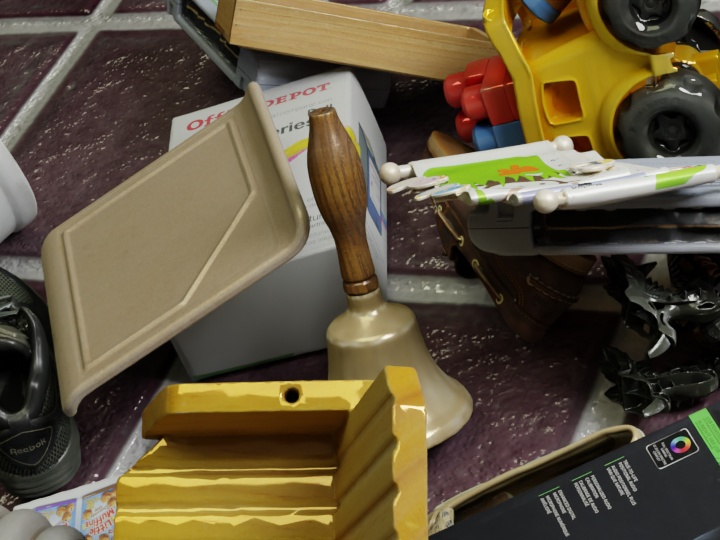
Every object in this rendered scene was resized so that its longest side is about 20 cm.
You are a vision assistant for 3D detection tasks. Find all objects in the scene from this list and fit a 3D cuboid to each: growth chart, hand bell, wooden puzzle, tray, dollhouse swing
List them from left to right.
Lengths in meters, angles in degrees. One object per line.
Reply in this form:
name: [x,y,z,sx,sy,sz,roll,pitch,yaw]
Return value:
wooden puzzle: [-0.121,-0.014,1.159,0.199,0.037,0.186,-37,34,10]
dollhouse swing: [-0.051,0.148,0.891,0.180,0.176,0.202,-1,73,5]
tray: [-0.002,-0.170,1.306,0.198,0.037,0.099,9,13,-13]
hand bell: [0.000,0.000,1.067,0.103,0.202,0.104,-10,21,4]
growth chart: [0.103,-0.053,1.016,0.143,0.018,0.200,-11,12,-23]

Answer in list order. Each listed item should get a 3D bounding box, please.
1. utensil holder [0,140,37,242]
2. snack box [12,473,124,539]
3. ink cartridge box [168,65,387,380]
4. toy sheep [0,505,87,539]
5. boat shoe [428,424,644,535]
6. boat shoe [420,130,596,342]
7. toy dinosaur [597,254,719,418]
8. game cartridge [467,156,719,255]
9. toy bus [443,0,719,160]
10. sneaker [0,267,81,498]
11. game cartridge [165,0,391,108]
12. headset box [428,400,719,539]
utensil holder: [-0.371,-0.040,1.348,0.169,0.171,0.200,24,60,43]
snack box: [-0.124,0.152,1.115,0.198,0.024,0.072,-17,40,8]
ink cartridge box: [-0.059,-0.036,1.247,0.144,0.088,0.201,-14,38,13]
toy sheep: [-0.210,0.198,1.027,0.198,0.139,0.139,3,44,9]
boat shoe: [0.071,0.143,0.993,0.199,0.063,0.073,-26,39,-1]
boat shoe: [0.081,-0.026,1.179,0.071,0.070,0.200,-62,29,17]
toy dinosaur: [0.212,0.025,1.041,0.134,0.103,0.200,-11,15,-10]
game cartridge: [0.174,-0.039,1.040,0.198,0.042,0.133,0,9,21]
toy bus: [0.140,-0.144,1.169,0.190,0.201,0.136,-7,29,19]
sneaker: [-0.239,0.044,1.195,0.076,0.115,0.200,-16,44,-7]
game cartridge: [-0.061,-0.182,1.402,0.132,0.041,0.200,3,27,-31]
headset box: [0.146,0.182,0.888,0.199,0.093,0.175,-24,39,0]
